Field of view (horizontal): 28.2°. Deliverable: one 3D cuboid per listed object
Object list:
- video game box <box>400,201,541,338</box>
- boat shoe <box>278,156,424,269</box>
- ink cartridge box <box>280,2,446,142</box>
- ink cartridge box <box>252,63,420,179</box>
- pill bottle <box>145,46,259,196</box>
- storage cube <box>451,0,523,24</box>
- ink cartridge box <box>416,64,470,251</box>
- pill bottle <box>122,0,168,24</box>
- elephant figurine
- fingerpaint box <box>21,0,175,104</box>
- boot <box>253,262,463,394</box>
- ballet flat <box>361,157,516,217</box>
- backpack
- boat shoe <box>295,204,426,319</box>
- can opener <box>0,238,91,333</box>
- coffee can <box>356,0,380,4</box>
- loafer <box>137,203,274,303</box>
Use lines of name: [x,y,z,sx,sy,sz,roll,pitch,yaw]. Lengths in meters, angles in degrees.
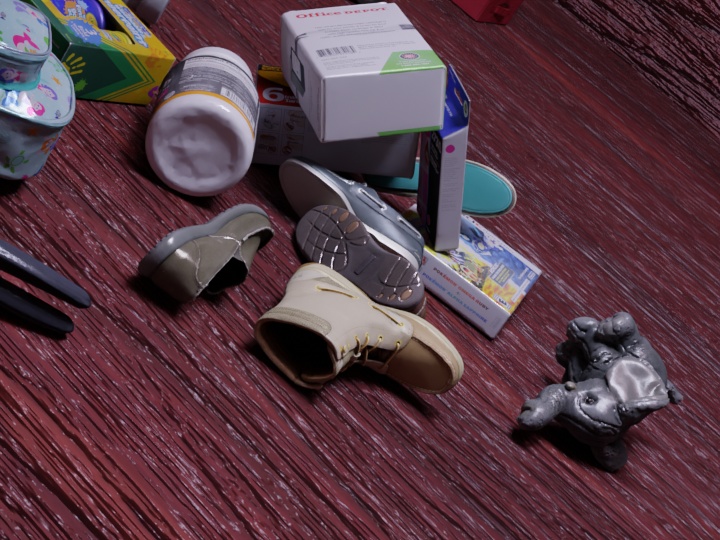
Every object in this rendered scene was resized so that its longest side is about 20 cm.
video game box: [0.125,-0.013,1.780,0.182,0.047,0.200,35,23,6]
boat shoe: [-0.007,-0.067,1.648,0.200,0.073,0.062,40,48,-9]
ink cartridge box: [-0.001,-0.232,1.655,0.145,0.084,0.200,-7,32,-13]
ink cartridge box: [-0.033,-0.194,1.766,0.200,0.084,0.176,5,28,-5]
pill bottle: [-0.171,-0.171,1.586,0.116,0.116,0.200,29,23,-15]
storage cube: [0.267,-0.644,3.016,0.200,0.180,0.171,43,24,19]
ink cartridge box: [0.096,-0.131,1.676,0.037,0.200,0.095,-3,35,-11]
pill bottle: [-0.326,-0.400,1.814,0.200,0.111,0.111,31,23,-11]
elephant figurine: [0.270,0.151,1.594,0.200,0.155,0.142,-70,148,-56]
fingerpaint box: [-0.335,-0.281,1.623,0.200,0.073,0.167,47,26,25]
boot: [0.000,0.079,1.393,0.200,0.073,0.155,34,22,1]
ballet flat: [0.100,-0.110,1.800,0.200,0.070,0.069,16,21,10]
backpack: [-0.359,-0.179,1.315,0.200,0.151,0.178,30,22,-25]
boat shoe: [0.000,0.000,1.568,0.200,0.076,0.072,43,-11,39]
can opener: [-0.308,-0.009,1.151,0.200,0.063,0.079,26,24,-20]
coffee can: [-0.020,-0.592,2.563,0.200,0.146,0.146,45,25,22]
loafer: [-0.140,-0.009,1.390,0.070,0.075,0.200,51,30,6]
